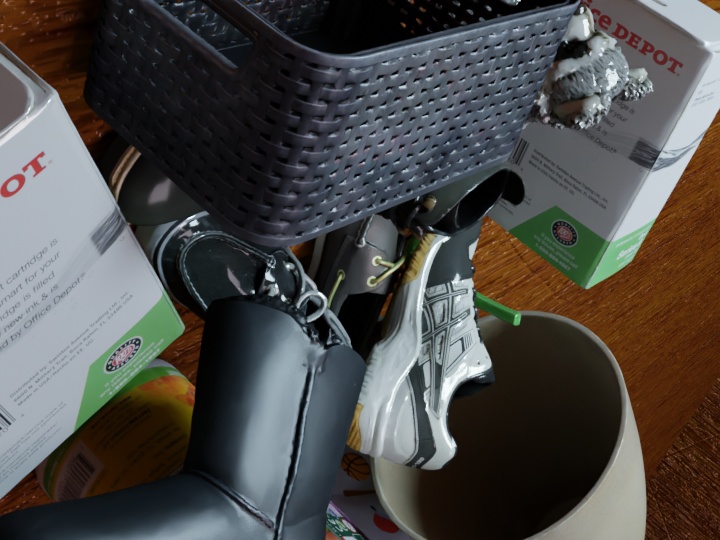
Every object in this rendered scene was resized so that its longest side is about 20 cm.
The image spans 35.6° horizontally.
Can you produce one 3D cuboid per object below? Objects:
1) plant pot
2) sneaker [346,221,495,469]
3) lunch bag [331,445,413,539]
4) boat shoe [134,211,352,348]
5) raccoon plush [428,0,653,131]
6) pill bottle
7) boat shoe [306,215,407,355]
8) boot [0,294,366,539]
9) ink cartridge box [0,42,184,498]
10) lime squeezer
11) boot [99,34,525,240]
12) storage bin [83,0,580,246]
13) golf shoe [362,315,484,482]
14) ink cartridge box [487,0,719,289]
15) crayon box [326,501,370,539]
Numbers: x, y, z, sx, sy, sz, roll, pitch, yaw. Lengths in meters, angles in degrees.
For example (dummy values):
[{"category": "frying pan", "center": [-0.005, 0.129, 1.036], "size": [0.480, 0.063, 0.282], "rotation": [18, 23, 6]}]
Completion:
[{"category": "plant pot", "center": [0.133, 0.164, 0.824], "size": [0.187, 0.187, 0.200], "rotation": [-45, 132, -10]}, {"category": "sneaker", "center": [0.057, 0.046, 0.780], "size": [0.076, 0.087, 0.201], "rotation": [109, 3, -68]}, {"category": "lunch bag", "center": [-0.031, 0.202, 0.894], "size": [0.200, 0.170, 0.124], "rotation": [-36, 155, -31]}, {"category": "boat shoe", "center": [-0.061, 0.021, 0.677], "size": [0.074, 0.068, 0.199], "rotation": [-43, 145, -5]}, {"category": "raccoon plush", "center": [0.113, -0.103, 0.743], "size": [0.097, 0.134, 0.200], "rotation": [-43, 155, -18]}, {"category": "pill bottle", "center": [-0.094, 0.155, 0.676], "size": [0.111, 0.200, 0.111], "rotation": [-39, 155, -23]}, {"category": "boat shoe", "center": [0.000, 0.000, 0.788], "size": [0.072, 0.061, 0.202], "rotation": [-17, 140, -51]}, {"category": "boot", "center": [-0.086, 0.091, 0.560], "size": [0.200, 0.076, 0.169], "rotation": [23, 65, -36]}, {"category": "ink cartridge box", "center": [-0.172, 0.007, 0.465], "size": [0.146, 0.084, 0.200], "rotation": [-43, 156, -17]}, {"category": "lime squeezer", "center": [0.069, 0.002, 0.872], "size": [0.200, 0.070, 0.038], "rotation": [-104, -144, -70]}, {"category": "boot", "center": [-0.019, -0.050, 0.584], "size": [0.200, 0.138, 0.078], "rotation": [-33, 152, -32]}, {"category": "storage bin", "center": [-0.010, -0.106, 0.519], "size": [0.200, 0.135, 0.094], "rotation": [-24, 145, -46]}, {"category": "golf shoe", "center": [0.053, 0.106, 0.909], "size": [0.200, 0.092, 0.073], "rotation": [52, 60, -28]}, {"category": "ink cartridge box", "center": [0.168, -0.113, 0.810], "size": [0.084, 0.146, 0.201], "rotation": [-22, 144, -46]}, {"category": "crayon box", "center": [-0.092, 0.215, 0.769], "size": [0.173, 0.200, 0.058], "rotation": [-52, 156, 4]}]
